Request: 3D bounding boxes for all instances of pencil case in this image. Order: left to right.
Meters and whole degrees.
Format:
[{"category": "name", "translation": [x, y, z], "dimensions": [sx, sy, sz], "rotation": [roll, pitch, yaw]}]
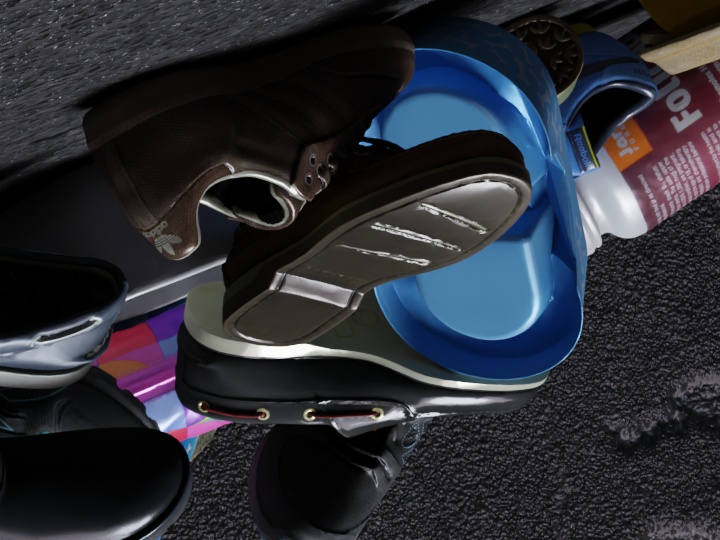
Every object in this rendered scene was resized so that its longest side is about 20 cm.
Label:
[{"category": "pencil case", "translation": [-0.135, 0.073, 1.344], "dimensions": [0.199, 0.089, 0.088], "rotation": [-24, 179, -15]}]

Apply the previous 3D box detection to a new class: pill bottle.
[{"category": "pill bottle", "translation": [0.183, -0.093, 1.555], "dimensions": [0.200, 0.114, 0.114], "rotation": [-34, 179, -2]}]

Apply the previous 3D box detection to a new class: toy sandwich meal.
[{"category": "toy sandwich meal", "translation": [0.243, -0.171, 1.363], "dimensions": [0.204, 0.071, 0.205], "rotation": [-20, -178, 1]}]

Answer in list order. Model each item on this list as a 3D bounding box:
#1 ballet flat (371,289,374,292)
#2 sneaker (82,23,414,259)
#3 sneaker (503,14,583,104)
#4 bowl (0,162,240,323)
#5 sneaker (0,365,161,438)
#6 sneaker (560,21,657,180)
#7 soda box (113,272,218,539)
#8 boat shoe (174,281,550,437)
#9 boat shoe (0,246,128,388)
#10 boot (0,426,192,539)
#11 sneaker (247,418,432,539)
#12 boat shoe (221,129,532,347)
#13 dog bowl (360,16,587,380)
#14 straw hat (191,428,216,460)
[{"category": "ballet flat", "translation": [0.000, 0.000, 1.364], "dimensions": [0.075, 0.064, 0.200], "rotation": [-19, 179, -33]}, {"category": "sneaker", "translation": [-0.041, -0.056, 1.078], "dimensions": [0.070, 0.076, 0.200], "rotation": [-24, 177, 43]}, {"category": "sneaker", "translation": [0.037, -0.080, 1.398], "dimensions": [0.199, 0.067, 0.090], "rotation": [-25, 173, 1]}, {"category": "bowl", "translation": [-0.121, -0.016, 1.290], "dimensions": [0.199, 0.075, 0.200], "rotation": [-21, 177, -40]}, {"category": "sneaker", "translation": [-0.194, 0.073, 1.203], "dimensions": [0.075, 0.199, 0.080], "rotation": [128, -17, -54]}, {"category": "sneaker", "translation": [0.089, -0.071, 1.459], "dimensions": [0.200, 0.078, 0.066], "rotation": [-36, 137, -9]}, {"category": "soda box", "translation": [-0.123, 0.058, 1.434], "dimensions": [0.068, 0.201, 0.064], "rotation": [16, 166, 16]}, {"category": "boat shoe", "translation": [0.000, 0.051, 1.295], "dimensions": [0.200, 0.063, 0.074], "rotation": [5, -146, -12]}, {"category": "boat shoe", "translation": [-0.200, 0.017, 1.093], "dimensions": [0.199, 0.075, 0.062], "rotation": [7, 140, -29]}, {"category": "boot", "translation": [-0.169, 0.073, 1.078], "dimensions": [0.164, 0.066, 0.200], "rotation": [-16, 150, -2]}, {"category": "sneaker", "translation": [0.002, 0.078, 1.346], "dimensions": [0.082, 0.073, 0.200], "rotation": [-49, -173, 46]}, {"category": "boat shoe", "translation": [-0.001, -0.031, 1.126], "dimensions": [0.072, 0.068, 0.200], "rotation": [20, 147, -37]}, {"category": "dog bowl", "translation": [0.056, -0.038, 1.218], "dimensions": [0.111, 0.201, 0.050], "rotation": [1, -144, 23]}, {"category": "straw hat", "translation": [-0.171, 0.036, 1.517], "dimensions": [0.200, 0.201, 0.085], "rotation": [-22, 147, -17]}]
